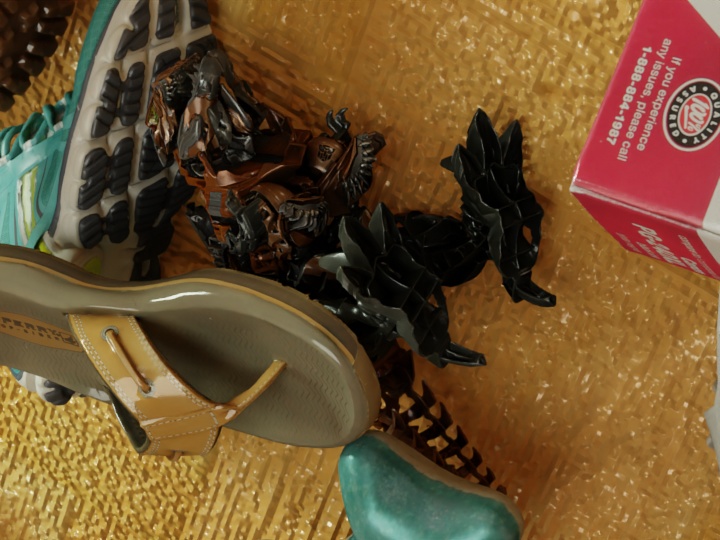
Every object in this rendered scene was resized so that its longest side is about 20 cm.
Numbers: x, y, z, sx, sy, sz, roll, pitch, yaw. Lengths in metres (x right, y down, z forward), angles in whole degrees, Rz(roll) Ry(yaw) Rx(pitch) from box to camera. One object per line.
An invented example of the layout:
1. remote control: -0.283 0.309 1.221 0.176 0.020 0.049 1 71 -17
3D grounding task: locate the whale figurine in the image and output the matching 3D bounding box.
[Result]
1. whale figurine: 0.008 0.157 0.961 0.159 0.104 0.201 28 136 19

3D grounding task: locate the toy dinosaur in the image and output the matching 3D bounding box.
1. toy dinosaur: 0.000 0.000 0.942 0.200 0.102 0.136 40 146 -23

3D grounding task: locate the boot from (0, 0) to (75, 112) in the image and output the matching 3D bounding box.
1. boot: -0.160 -0.134 0.956 0.107 0.075 0.201 31 97 17

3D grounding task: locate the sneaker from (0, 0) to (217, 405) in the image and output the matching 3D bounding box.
1. sneaker: -0.117 -0.037 0.994 0.080 0.077 0.201 39 125 23

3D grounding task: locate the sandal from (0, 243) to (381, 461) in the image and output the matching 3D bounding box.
1. sandal: -0.083 0.038 0.925 0.199 0.054 0.081 10 139 26

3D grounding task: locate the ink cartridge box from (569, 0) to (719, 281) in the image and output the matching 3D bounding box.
1. ink cartridge box: 0.187 -0.050 0.754 0.199 0.083 0.146 20 82 23

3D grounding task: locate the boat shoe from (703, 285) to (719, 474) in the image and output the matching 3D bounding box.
1. boat shoe: 0.152 0.053 0.869 0.066 0.072 0.201 22 129 42
